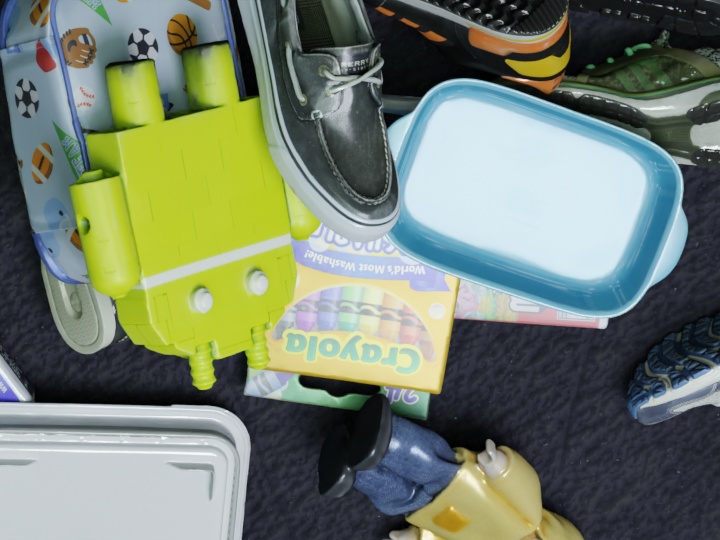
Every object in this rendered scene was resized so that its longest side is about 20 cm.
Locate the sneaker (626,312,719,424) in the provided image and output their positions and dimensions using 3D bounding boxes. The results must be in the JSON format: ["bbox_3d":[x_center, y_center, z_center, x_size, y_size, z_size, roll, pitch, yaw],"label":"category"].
[{"bbox_3d":[0.273,0.066,1.664,0.199,0.077,0.085,-23,109,3],"label":"sneaker"}]

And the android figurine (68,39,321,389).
[{"bbox_3d":[-0.096,-0.032,1.518,0.182,0.041,0.201,-16,99,-44],"label":"android figurine"}]

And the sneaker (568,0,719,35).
[{"bbox_3d":[0.146,-0.212,1.600,0.199,0.076,0.088,13,74,1],"label":"sneaker"}]

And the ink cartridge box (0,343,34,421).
[{"bbox_3d":[-0.346,0.059,1.644,0.200,0.043,0.198,-34,104,3],"label":"ink cartridge box"}]

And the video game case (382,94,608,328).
[{"bbox_3d":[0.069,-0.039,1.655,0.199,0.017,0.144,4,104,-4],"label":"video game case"}]

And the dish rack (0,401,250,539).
[{"bbox_3d":[-0.173,0.172,1.662,0.199,0.044,0.172,2,112,-11],"label":"dish rack"}]

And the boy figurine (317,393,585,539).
[{"bbox_3d":[0.065,0.159,1.671,0.200,0.065,0.124,34,127,-24],"label":"boy figurine"}]

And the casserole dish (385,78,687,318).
[{"bbox_3d":[0.103,-0.047,1.574,0.199,0.039,0.122,18,102,-9],"label":"casserole dish"}]

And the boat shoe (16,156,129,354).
[{"bbox_3d":[-0.172,-0.052,1.625,0.067,0.072,0.201,-17,100,-38],"label":"boat shoe"}]

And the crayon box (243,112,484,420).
[{"bbox_3d":[0.000,0.000,1.626,0.125,0.052,0.201,8,104,-5],"label":"crayon box"}]

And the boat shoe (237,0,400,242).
[{"bbox_3d":[-0.021,-0.116,1.510,0.072,0.071,0.201,-14,75,-33],"label":"boat shoe"}]

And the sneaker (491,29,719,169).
[{"bbox_3d":[0.177,-0.112,1.617,0.199,0.089,0.077,2,136,4],"label":"sneaker"}]

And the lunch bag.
[{"bbox_3d":[-0.134,-0.087,1.564,0.160,0.075,0.201,-15,98,-44],"label":"lunch bag"}]

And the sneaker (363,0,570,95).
[{"bbox_3d":[0.042,-0.165,1.574,0.200,0.090,0.070,27,63,27],"label":"sneaker"}]
